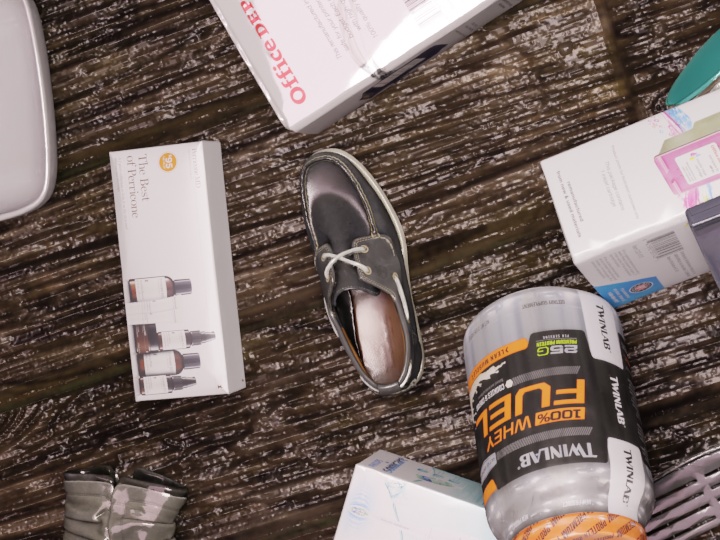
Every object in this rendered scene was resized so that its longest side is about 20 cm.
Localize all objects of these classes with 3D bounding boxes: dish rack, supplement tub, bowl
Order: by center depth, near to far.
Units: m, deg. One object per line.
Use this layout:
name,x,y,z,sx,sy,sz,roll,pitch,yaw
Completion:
supplement tub,0.144,0.123,1.294,0.122,0.123,0.201,-16,54,13
dish rack,0.294,0.231,1.343,0.153,0.055,0.201,-28,86,12
bowl,-0.337,-0.132,1.458,0.199,0.075,0.201,-6,91,12

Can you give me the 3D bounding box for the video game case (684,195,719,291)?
video game case,0.319,-0.014,1.261,0.142,0.200,0.019,-22,56,13

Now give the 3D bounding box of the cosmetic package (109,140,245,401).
cosmetic package,-0.146,0.000,1.433,0.082,0.051,0.201,-6,92,12

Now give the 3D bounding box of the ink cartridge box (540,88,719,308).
ink cartridge box,0.247,-0.059,1.286,0.199,0.145,0.085,-21,70,13

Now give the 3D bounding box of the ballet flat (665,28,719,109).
ballet flat,0.311,-0.179,1.314,0.072,0.072,0.200,40,101,8

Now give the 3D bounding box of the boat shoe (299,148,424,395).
boat shoe,0.000,0.000,1.392,0.071,0.068,0.201,-18,87,15

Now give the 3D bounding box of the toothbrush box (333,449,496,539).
toothbrush box,0.076,0.241,1.377,0.199,0.085,0.147,19,96,12

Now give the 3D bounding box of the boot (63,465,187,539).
boot,-0.158,0.233,1.435,0.199,0.068,0.131,13,92,12

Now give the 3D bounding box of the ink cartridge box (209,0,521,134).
ink cartridge box,0.000,-0.216,1.371,0.199,0.084,0.145,-32,86,11
